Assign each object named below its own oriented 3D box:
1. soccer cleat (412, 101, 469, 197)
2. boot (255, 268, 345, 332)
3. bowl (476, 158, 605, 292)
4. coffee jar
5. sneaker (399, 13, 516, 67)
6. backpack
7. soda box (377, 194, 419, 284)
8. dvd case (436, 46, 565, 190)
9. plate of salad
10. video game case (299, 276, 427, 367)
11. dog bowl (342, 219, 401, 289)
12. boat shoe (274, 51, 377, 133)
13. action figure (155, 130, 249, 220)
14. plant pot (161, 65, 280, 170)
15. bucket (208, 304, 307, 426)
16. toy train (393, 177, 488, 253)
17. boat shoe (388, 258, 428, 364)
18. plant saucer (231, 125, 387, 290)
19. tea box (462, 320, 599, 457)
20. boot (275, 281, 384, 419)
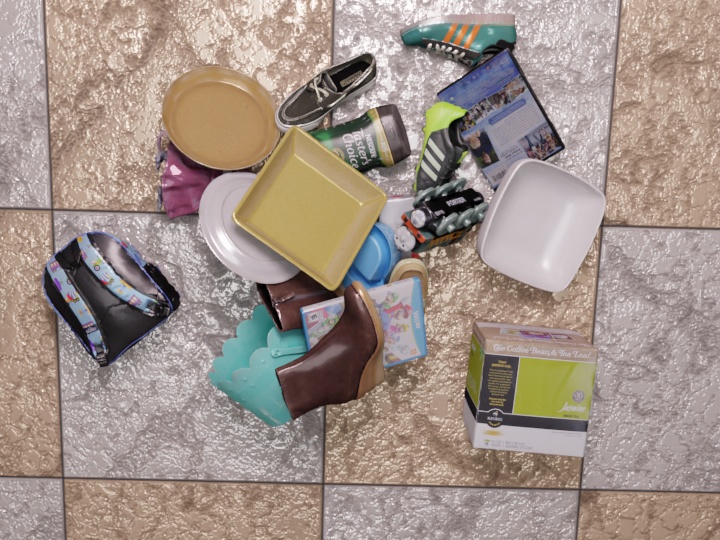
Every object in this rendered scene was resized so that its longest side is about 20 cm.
[{"bbox_3d":[0.139,-0.182,1.295,0.080,0.067,0.203,17,114,27],"label":"soccer cleat"},{"bbox_3d":[-0.071,0.082,1.246,0.072,0.165,0.202,-39,75,42],"label":"boot"},{"bbox_3d":[0.302,-0.083,1.313,0.198,0.075,0.202,21,101,-19],"label":"bowl"},{"bbox_3d":[-0.016,-0.208,1.296,0.198,0.085,0.106,-20,98,2],"label":"coffee jar"},{"bbox_3d":[0.166,-0.382,1.276,0.197,0.071,0.081,-4,96,-1],"label":"sneaker"},{"bbox_3d":[-0.432,0.033,1.307,0.182,0.135,0.201,-38,99,6],"label":"backpack"},{"bbox_3d":[0.068,-0.030,1.339,0.067,0.063,0.203,-4,100,-1],"label":"soda box"},{"bbox_3d":[0.240,-0.255,1.297,0.142,0.018,0.201,-30,106,17],"label":"dvd case"},{"bbox_3d":[-0.172,-0.067,1.229,0.200,0.200,0.048,46,137,-8],"label":"plate of salad"},{"bbox_3d":[0.009,0.100,1.221,0.197,0.018,0.145,-15,116,-14],"label":"video game case"},{"bbox_3d":[0.000,0.000,1.312,0.111,0.049,0.201,44,123,21],"label":"dog bowl"},{"bbox_3d":[-0.060,-0.303,1.272,0.199,0.064,0.071,-35,79,-7],"label":"boat shoe"},{"bbox_3d":[-0.252,-0.148,1.315,0.197,0.150,0.135,-2,142,-15],"label":"action figure"},{"bbox_3d":[-0.232,-0.250,1.269,0.197,0.028,0.203,7,65,-15],"label":"plant pot"},{"bbox_3d":[-0.148,0.154,1.303,0.207,0.207,0.135,-45,108,7],"label":"bucket"},{"bbox_3d":[0.133,-0.084,1.262,0.085,0.199,0.114,49,127,15],"label":"toy train"},{"bbox_3d":[0.080,0.073,1.285,0.073,0.067,0.202,0,127,-5],"label":"boat shoe"},{"bbox_3d":[-0.082,-0.096,1.217,0.199,0.048,0.201,36,65,-12],"label":"plant saucer"},{"bbox_3d":[0.295,0.206,1.348,0.197,0.134,0.200,6,101,-2],"label":"tea box"},{"bbox_3d":[-0.048,0.126,1.149,0.164,0.072,0.202,-18,122,-15],"label":"boot"}]
